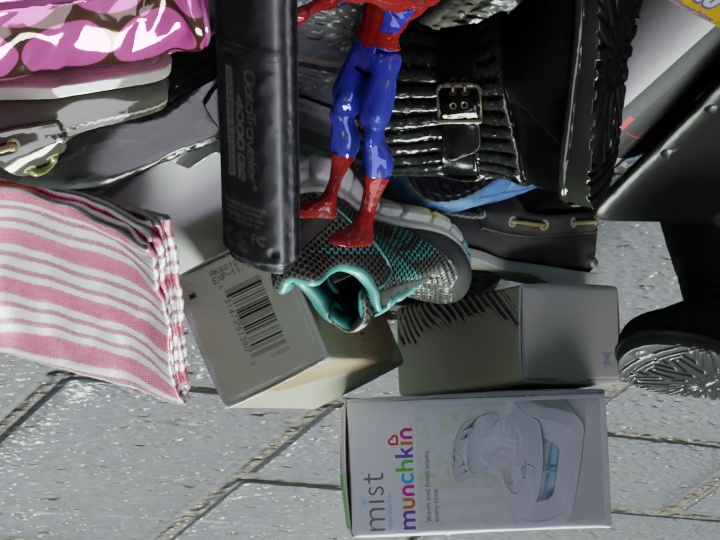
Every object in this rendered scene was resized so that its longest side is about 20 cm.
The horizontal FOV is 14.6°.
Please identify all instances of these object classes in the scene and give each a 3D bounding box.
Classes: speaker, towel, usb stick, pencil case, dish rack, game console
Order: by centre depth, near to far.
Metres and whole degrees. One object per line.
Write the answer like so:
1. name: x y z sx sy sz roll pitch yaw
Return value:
1. pencil case: -0.180 -0.142 1.501 0.199 0.091 0.094 -14 -170 -11
2. usb stick: -0.058 -0.093 1.605 0.033 0.055 0.201 -31 132 -43
3. speaker: 0.180 -0.137 1.703 0.081 0.082 0.200 14 133 -46
4. towel: -0.181 0.012 1.749 0.145 0.030 0.201 16 146 12
5. game console: 0.250 -0.122 1.756 0.116 0.177 0.200 29 134 -16
6. dish rack: -0.108 -0.044 1.775 0.199 0.044 0.171 -33 150 30

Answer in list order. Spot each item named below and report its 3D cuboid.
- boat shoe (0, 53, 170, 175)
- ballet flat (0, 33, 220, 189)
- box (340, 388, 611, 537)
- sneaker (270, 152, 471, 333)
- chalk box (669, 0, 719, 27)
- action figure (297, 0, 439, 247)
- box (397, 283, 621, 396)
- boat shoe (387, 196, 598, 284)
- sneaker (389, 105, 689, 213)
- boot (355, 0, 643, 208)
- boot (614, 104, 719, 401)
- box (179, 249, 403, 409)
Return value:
1. boat shoe: -0.202 -0.084 1.583 0.200 0.072 0.061 -10 110 -1
2. ballet flat: -0.132 -0.094 1.660 0.199 0.057 0.067 -14 119 5
3. box: 0.074 0.131 1.925 0.175 0.097 0.200 -3 176 -2
4. sneaker: 0.000 0.000 1.755 0.077 0.092 0.199 -19 153 35
5. chalk box: 0.235 -0.239 1.518 0.199 0.126 0.124 -31 150 29
6. action figure: -0.012 -0.115 1.604 0.099 0.065 0.201 -1 115 -44
7. box: 0.100 0.051 1.958 0.082 0.069 0.200 1 174 -25
8. boat shoe: 0.085 -0.028 1.899 0.201 0.061 0.072 12 176 -41
9. sneaker: 0.113 -0.085 1.818 0.199 0.066 0.078 -16 175 -9
10. boot: 0.078 -0.142 1.655 0.157 0.213 0.079 14 -157 19
11. boot: 0.211 -0.020 1.836 0.065 0.201 0.164 -25 152 37
12. box: -0.044 0.035 1.842 0.077 0.095 0.200 -26 172 12
